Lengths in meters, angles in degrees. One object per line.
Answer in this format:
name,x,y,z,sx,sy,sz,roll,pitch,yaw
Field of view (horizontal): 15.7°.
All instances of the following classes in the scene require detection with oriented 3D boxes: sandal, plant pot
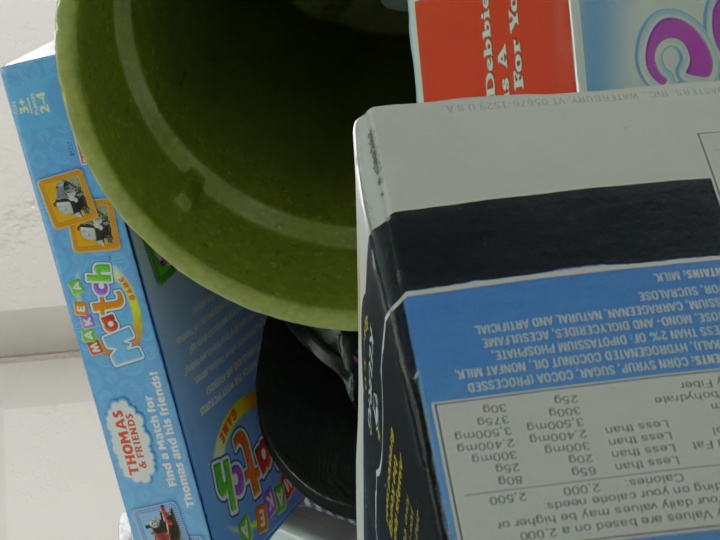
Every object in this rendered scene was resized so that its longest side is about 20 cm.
sandal,-0.001,0.000,0.950,0.048,0.075,0.201,77,-168,-51
plant pot,0.007,-0.109,0.923,0.184,0.200,0.201,-79,-13,-63

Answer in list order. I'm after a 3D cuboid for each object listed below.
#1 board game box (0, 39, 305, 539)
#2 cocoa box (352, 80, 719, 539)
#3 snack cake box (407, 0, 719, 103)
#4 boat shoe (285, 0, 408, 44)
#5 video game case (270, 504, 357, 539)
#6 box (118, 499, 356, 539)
board game box,-0.062,0.000,0.975,0.151,0.036,0.201,-43,-60,-65
cocoa box,0.070,0.079,0.518,0.131,0.133,0.200,-101,7,-48
snack cake box,0.071,0.011,0.705,0.115,0.067,0.201,172,93,-72
boat shoe,-0.008,-0.131,1.088,0.091,0.071,0.201,153,127,-64
video game case,0.043,0.195,0.963,0.200,0.023,0.182,15,120,47
box,-0.009,0.185,1.227,0.107,0.199,0.149,-131,36,-82
